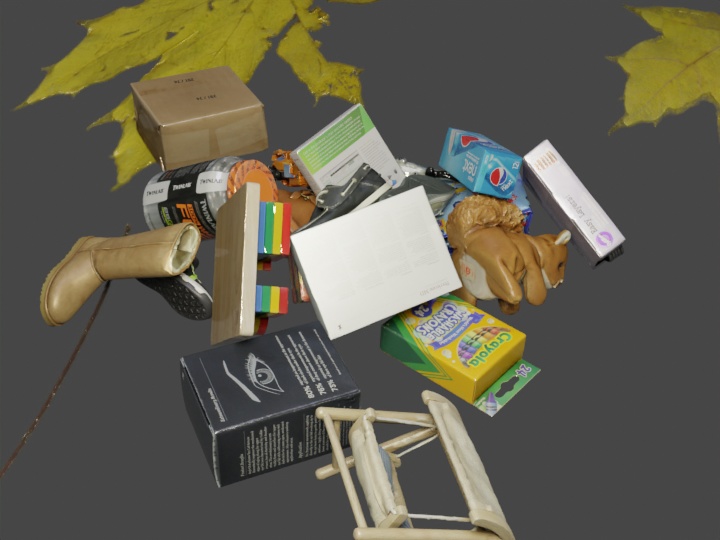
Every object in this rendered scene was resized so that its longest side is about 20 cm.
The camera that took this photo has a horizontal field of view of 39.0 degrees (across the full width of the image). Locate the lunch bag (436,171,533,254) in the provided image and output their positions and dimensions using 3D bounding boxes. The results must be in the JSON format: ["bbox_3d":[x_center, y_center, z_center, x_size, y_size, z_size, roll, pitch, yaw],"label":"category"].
[{"bbox_3d":[0.173,-0.096,1.683,0.199,0.094,0.151,-9,42,1],"label":"lunch bag"}]

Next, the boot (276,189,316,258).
[{"bbox_3d":[-0.088,-0.084,1.649,0.155,0.077,0.200,-11,21,-25],"label":"boot"}]

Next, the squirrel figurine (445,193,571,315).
[{"bbox_3d":[0.226,-0.037,1.528,0.186,0.141,0.201,-16,78,-32],"label":"squirrel figurine"}]

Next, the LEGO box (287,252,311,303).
[{"bbox_3d":[0.000,0.000,1.491,0.199,0.077,0.149,-6,-3,-10],"label":"LEGO box"}]

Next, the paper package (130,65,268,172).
[{"bbox_3d":[-0.298,-0.282,1.868,0.199,0.104,0.191,-17,41,-21],"label":"paper package"}]

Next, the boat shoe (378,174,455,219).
[{"bbox_3d":[0.084,-0.100,1.601,0.074,0.065,0.202,28,31,17],"label":"boat shoe"}]

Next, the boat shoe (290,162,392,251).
[{"bbox_3d":[-0.042,-0.094,1.550,0.200,0.072,0.068,-38,86,-28],"label":"boat shoe"}]

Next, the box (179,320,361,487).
[{"bbox_3d":[-0.117,0.169,1.314,0.199,0.105,0.148,-14,42,-18],"label":"box"}]

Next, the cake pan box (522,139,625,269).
[{"bbox_3d":[0.324,-0.093,1.557,0.052,0.184,0.200,-37,79,6],"label":"cake pan box"}]

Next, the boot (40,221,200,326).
[{"bbox_3d":[-0.350,0.002,1.475,0.199,0.066,0.176,-4,48,25],"label":"boot"}]

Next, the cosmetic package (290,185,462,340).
[{"bbox_3d":[0.019,-0.010,1.394,0.199,0.052,0.151,-21,87,-10],"label":"cosmetic package"}]

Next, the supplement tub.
[{"bbox_3d":[-0.233,-0.109,1.583,0.200,0.123,0.123,-8,28,37],"label":"supplement tub"}]

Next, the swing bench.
[{"bbox_3d":[0.064,0.256,1.194,0.199,0.130,0.199,-8,39,-13],"label":"swing bench"}]

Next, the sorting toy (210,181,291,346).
[{"bbox_3d":[-0.150,-0.001,1.399,0.069,0.199,0.201,4,81,-19],"label":"sorting toy"}]

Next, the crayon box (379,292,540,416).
[{"bbox_3d":[0.143,0.109,1.443,0.200,0.052,0.126,30,46,29],"label":"crayon box"}]

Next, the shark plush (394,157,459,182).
[{"bbox_3d":[0.081,-0.173,1.736,0.200,0.091,0.083,-10,-2,38],"label":"shark plush"}]

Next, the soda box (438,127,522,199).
[{"bbox_3d":[0.185,-0.171,1.598,0.064,0.068,0.200,10,15,-15],"label":"soda box"}]

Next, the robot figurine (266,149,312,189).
[{"bbox_3d":[-0.090,-0.173,1.722,0.145,0.058,0.200,-3,11,-23],"label":"robot figurine"}]

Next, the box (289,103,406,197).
[{"bbox_3d":[-0.004,-0.145,1.629,0.144,0.200,0.036,-40,18,-23],"label":"box"}]

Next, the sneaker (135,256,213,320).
[{"bbox_3d":[-0.272,0.001,1.542,0.083,0.072,0.200,-29,48,-35],"label":"sneaker"}]
